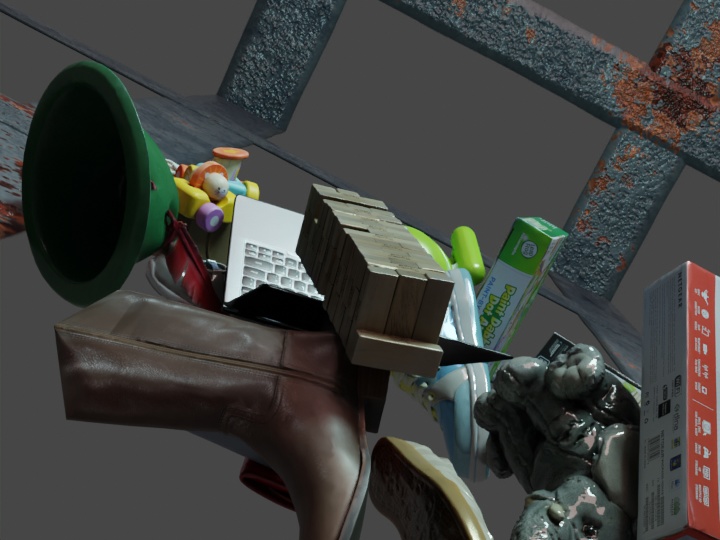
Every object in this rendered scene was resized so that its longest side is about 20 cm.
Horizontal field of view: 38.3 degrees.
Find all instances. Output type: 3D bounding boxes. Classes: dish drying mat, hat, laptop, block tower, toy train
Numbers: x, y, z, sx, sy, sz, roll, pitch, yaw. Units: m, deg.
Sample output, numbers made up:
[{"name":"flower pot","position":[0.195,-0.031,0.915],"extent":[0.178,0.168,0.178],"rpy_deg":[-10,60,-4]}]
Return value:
[{"name":"dish drying mat","position":[-0.037,0.119,0.718],"extent":[0.076,0.018,0.200],"rpy_deg":[23,12,-4]},{"name":"hat","position":[-0.147,-0.056,0.802],"extent":[0.175,0.201,0.166],"rpy_deg":[-5,46,-45]},{"name":"laptop","position":[0.000,0.000,0.791],"extent":[0.185,0.116,0.202],"rpy_deg":[17,43,-17]},{"name":"block tower","position":[0.004,-0.001,0.659],"extent":[0.053,0.059,0.200],"rpy_deg":[10,18,-17]},{"name":"toy train","position":[-0.166,-0.092,0.912],"extent":[0.149,0.056,0.200],"rpy_deg":[25,14,10]}]

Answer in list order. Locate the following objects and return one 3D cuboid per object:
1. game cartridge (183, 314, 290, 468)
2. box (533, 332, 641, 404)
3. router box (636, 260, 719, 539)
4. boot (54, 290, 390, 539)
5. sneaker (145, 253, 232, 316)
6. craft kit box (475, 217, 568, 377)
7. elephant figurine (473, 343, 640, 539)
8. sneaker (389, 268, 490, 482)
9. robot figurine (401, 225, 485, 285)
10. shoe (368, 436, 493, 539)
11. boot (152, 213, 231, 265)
[{"name":"game cartridge","position":[-0.062,0.079,0.725],"extent":[0.132,0.041,0.200],"rpy_deg":[24,13,11]},{"name":"box","position":[0.259,0.160,1.033],"extent":[0.199,0.060,0.117],"rpy_deg":[33,-20,29]},{"name":"router box","position":[0.276,0.118,0.712],"extent":[0.178,0.049,0.202],"rpy_deg":[25,53,-18]},{"name":"boot","position":[-0.090,0.093,0.580],"extent":[0.197,0.065,0.188],"rpy_deg":[12,40,1]},{"name":"sneaker","position":[-0.093,0.009,0.913],"extent":[0.198,0.083,0.075],"rpy_deg":[14,15,-31]},{"name":"craft kit box","position":[0.141,0.042,1.052],"extent":[0.048,0.199,0.200],"rpy_deg":[32,11,12]},{"name":"elephant figurine","position":[0.156,0.166,0.724],"extent":[0.202,0.153,0.143],"rpy_deg":[-102,177,-46]},{"name":"sneaker","position":[0.044,0.093,0.886],"extent":[0.128,0.080,0.202],"rpy_deg":[-5,50,0]},{"name":"robot figurine","position":[0.044,0.025,1.039],"extent":[0.200,0.173,0.117],"rpy_deg":[42,30,-67]},{"name":"shoe","position":[0.053,0.154,0.626],"extent":[0.053,0.071,0.200],"rpy_deg":[15,11,-17]},{"name":"boot","position":[-0.205,-0.053,0.985],"extent":[0.153,0.075,0.200],"rpy_deg":[20,-3,18]}]
